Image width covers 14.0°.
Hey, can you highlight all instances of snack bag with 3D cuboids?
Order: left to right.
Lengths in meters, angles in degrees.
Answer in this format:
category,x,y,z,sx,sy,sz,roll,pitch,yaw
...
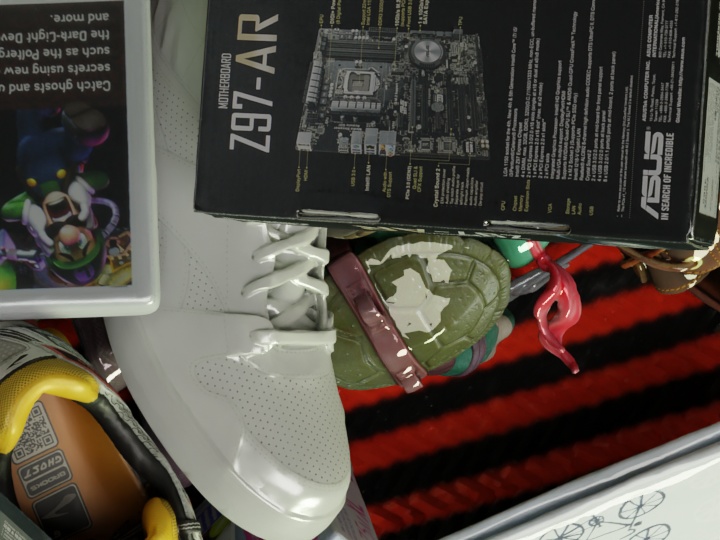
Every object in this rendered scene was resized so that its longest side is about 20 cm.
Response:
category,x,y,z,sx,sy,sz,roll,pitch,yaw
snack bag,0.105,0.134,1.147,0.188,0.021,0.200,-23,144,-4

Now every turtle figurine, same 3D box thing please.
category,x,y,z,sx,sy,sz,roll,pitch,yaw
turtle figurine,0.000,0.000,1.069,0.199,0.101,0.150,-27,117,3

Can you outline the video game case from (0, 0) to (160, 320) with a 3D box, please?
category,x,y,z,sx,sy,sz,roll,pitch,yaw
video game case,-0.168,-0.072,0.961,0.199,0.023,0.183,-2,80,-2

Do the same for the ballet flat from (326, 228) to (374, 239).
category,x,y,z,sx,sy,sz,roll,pitch,yaw
ballet flat,0.042,-0.093,0.992,0.046,0.067,0.200,4,123,-55

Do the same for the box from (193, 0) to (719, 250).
category,x,y,z,sx,sy,sz,roll,pitch,yaw
box,0.035,-0.110,0.902,0.159,0.044,0.201,3,88,17

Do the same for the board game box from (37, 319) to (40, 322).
category,x,y,z,sx,sy,sz,roll,pitch,yaw
board game box,-0.193,-0.036,1.039,0.105,0.023,0.200,-46,116,6

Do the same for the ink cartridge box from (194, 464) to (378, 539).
category,x,y,z,sx,sy,sz,roll,pitch,yaw
ink cartridge box,-0.075,0.153,1.097,0.042,0.119,0.200,40,98,-19

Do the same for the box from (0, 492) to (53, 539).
category,x,y,z,sx,sy,sz,roll,pitch,yaw
box,-0.153,0.136,0.940,0.159,0.046,0.200,-31,118,29

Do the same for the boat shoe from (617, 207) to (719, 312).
category,x,y,z,sx,sy,sz,roll,pitch,yaw
boat shoe,0.124,-0.024,1.066,0.200,0.070,0.071,25,76,-43

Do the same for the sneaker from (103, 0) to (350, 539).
category,x,y,z,sx,sy,sz,roll,pitch,yaw
sneaker,-0.031,-0.019,0.972,0.115,0.201,0.074,-36,159,35

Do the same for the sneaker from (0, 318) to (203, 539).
category,x,y,z,sx,sy,sz,roll,pitch,yaw
sneaker,-0.084,0.108,0.973,0.078,0.082,0.201,-35,109,-15
